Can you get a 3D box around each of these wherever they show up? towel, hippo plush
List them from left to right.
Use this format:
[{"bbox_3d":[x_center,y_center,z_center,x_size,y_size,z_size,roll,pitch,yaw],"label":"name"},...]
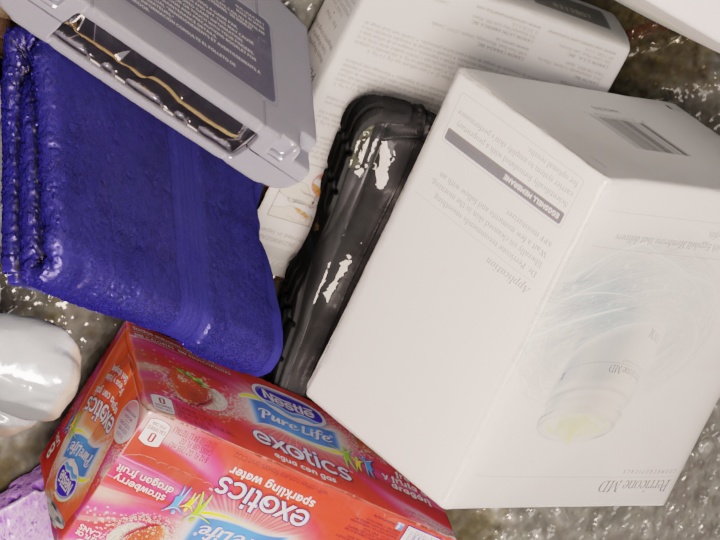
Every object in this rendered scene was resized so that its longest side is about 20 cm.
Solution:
[{"bbox_3d":[-0.230,-0.016,1.499,0.200,0.159,0.161,27,65,-38],"label":"hippo plush"},{"bbox_3d":[-0.116,-0.033,1.496,0.200,0.050,0.148,26,51,-54],"label":"towel"}]

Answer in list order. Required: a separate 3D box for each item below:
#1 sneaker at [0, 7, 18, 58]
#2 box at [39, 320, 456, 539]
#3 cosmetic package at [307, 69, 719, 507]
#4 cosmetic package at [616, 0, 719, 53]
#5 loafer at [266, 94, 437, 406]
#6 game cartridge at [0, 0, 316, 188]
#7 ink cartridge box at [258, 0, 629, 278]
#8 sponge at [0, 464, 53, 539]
[{"bbox_3d":[-0.234,-0.133,1.491,0.200,0.070,0.076,12,118,-18],"label":"sneaker"},{"bbox_3d":[-0.062,0.122,1.564,0.200,0.095,0.100,25,111,-25],"label":"box"},{"bbox_3d":[0.110,0.016,1.564,0.199,0.123,0.200,4,118,-49],"label":"cosmetic package"},{"bbox_3d":[0.149,-0.206,1.531,0.199,0.200,0.123,27,95,-25],"label":"cosmetic package"},{"bbox_3d":[0.000,0.000,1.592,0.070,0.068,0.201,15,114,-13],"label":"loafer"},{"bbox_3d":[-0.105,-0.137,1.492,0.041,0.133,0.200,-35,128,31],"label":"game cartridge"},{"bbox_3d":[0.034,-0.077,1.622,0.163,0.057,0.200,16,121,-24],"label":"ink cartridge box"},{"bbox_3d":[-0.139,0.148,1.621,0.200,0.030,0.112,-31,114,-9],"label":"sponge"}]
